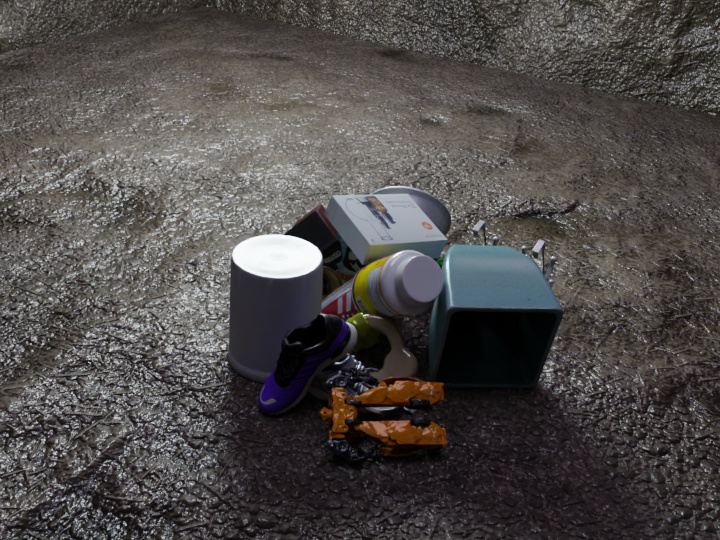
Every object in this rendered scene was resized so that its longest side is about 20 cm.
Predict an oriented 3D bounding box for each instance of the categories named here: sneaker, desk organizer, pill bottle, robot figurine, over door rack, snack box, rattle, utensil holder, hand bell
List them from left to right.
[{"bbox_3d":[-0.146,0.063,1.429,0.166,0.203,0.171,4,27,-2],"label":"utensil holder"},{"bbox_3d":[-0.138,-0.041,1.628,0.199,0.072,0.077,-36,11,15],"label":"desk organizer"},{"bbox_3d":[-0.104,0.139,1.308,0.070,0.200,0.099,49,6,38],"label":"sneaker"},{"bbox_3d":[-0.111,0.014,1.667,0.102,0.106,0.200,-5,18,-17],"label":"hand bell"},{"bbox_3d":[-0.018,0.185,1.348,0.197,0.087,0.077,19,31,23],"label":"sneaker"},{"bbox_3d":[-0.009,0.081,1.554,0.199,0.071,0.113,-36,85,-11],"label":"sneaker"},{"bbox_3d":[0.000,0.000,1.651,0.198,0.118,0.037,23,19,31],"label":"snack box"},{"bbox_3d":[0.032,0.225,1.273,0.196,0.058,0.148,2,68,-7],"label":"robot figurine"},{"bbox_3d":[0.049,0.171,1.446,0.198,0.143,0.131,30,67,13],"label":"rattle"},{"bbox_3d":[0.065,0.027,1.432,0.107,0.111,0.199,-8,-4,-23],"label":"pill bottle"},{"bbox_3d":[0.239,0.103,1.582,0.198,0.067,0.078,-24,-1,-24],"label":"sneaker"},{"bbox_3d":[0.324,-0.035,1.707,0.146,0.201,0.067,21,71,27],"label":"over door rack"}]

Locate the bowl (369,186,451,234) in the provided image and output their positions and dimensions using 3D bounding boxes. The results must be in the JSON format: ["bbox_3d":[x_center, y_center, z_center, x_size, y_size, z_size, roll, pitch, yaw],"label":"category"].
[{"bbox_3d":[0.093,-0.083,1.786,0.197,0.202,0.092,10,58,8],"label":"bowl"}]

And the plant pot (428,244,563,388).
[{"bbox_3d":[0.216,0.065,1.445,0.192,0.198,0.202,2,43,-7],"label":"plant pot"}]

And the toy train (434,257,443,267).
[{"bbox_3d":[0.114,-0.022,1.719,0.197,0.057,0.042,26,4,-10],"label":"toy train"}]

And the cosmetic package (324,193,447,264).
[{"bbox_3d":[0.050,-0.083,1.599,0.197,0.052,0.151,-6,46,-39],"label":"cosmetic package"}]
